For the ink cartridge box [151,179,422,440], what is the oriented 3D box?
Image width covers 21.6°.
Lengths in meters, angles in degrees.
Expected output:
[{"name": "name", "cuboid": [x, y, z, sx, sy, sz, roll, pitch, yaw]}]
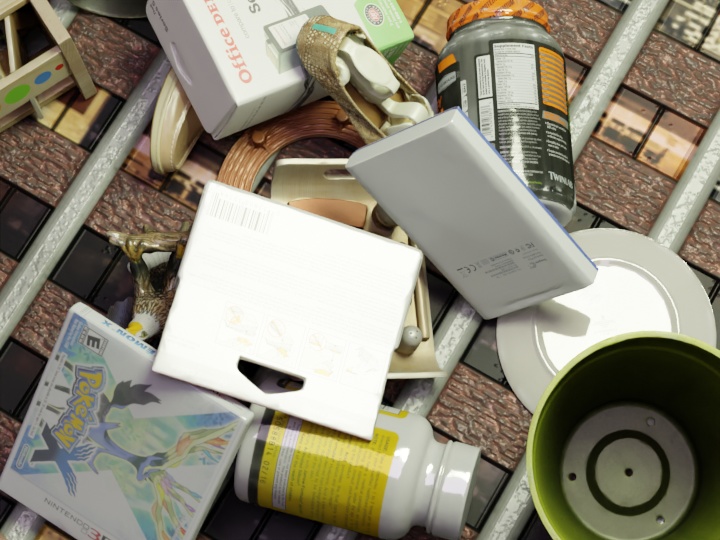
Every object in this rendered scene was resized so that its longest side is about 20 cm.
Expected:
[{"name": "ink cartridge box", "cuboid": [-0.063, 0.037, 1.610, 0.198, 0.045, 0.178, 18, 72, -7]}]

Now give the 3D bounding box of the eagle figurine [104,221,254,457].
[{"name": "eagle figurine", "cuboid": [-0.180, 0.063, 1.683, 0.151, 0.150, 0.202, 9, 104, 47]}]

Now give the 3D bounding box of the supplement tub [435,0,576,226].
[{"name": "supplement tub", "cuboid": [0.130, -0.137, 1.715, 0.121, 0.123, 0.202, -3, 71, 2]}]

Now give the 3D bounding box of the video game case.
[{"name": "video game case", "cuboid": [-0.205, 0.155, 1.620, 0.181, 0.022, 0.201, 31, 116, 9]}]

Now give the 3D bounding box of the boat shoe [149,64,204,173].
[{"name": "boat shoe", "cuboid": [-0.140, -0.178, 1.772, 0.064, 0.071, 0.202, 18, 72, 10]}]

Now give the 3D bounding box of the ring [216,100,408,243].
[{"name": "ring", "cuboid": [-0.039, -0.066, 1.756, 0.198, 0.019, 0.203, -1, 71, 3]}]

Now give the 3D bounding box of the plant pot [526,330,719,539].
[{"name": "plant pot", "cuboid": [0.230, 0.161, 1.562, 0.198, 0.193, 0.203, 0, 81, 2]}]

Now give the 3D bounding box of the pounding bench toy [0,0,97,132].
[{"name": "pounding bench toy", "cuboid": [-0.372, -0.226, 1.774, 0.155, 0.124, 0.201, -32, 72, -7]}]

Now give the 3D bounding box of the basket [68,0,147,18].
[{"name": "basket", "cuboid": [-0.205, -0.369, 1.804, 0.135, 0.180, 0.202, 25, 61, -31]}]

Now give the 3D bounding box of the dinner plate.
[{"name": "dinner plate", "cuboid": [0.221, 0.054, 1.698, 0.198, 0.024, 0.202, -1, 70, 3]}]

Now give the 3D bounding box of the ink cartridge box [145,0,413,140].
[{"name": "ink cartridge box", "cuboid": [-0.075, -0.228, 1.734, 0.199, 0.084, 0.147, -25, 82, -27]}]

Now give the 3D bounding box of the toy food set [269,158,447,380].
[{"name": "toy food set", "cuboid": [0.000, 0.000, 1.681, 0.142, 0.060, 0.202, -1, 75, -17]}]

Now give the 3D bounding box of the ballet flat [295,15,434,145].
[{"name": "ballet flat", "cuboid": [0.021, -0.151, 1.688, 0.065, 0.200, 0.071, 9, 64, 53]}]

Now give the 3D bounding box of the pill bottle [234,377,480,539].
[{"name": "pill bottle", "cuboid": [-0.001, 0.168, 1.626, 0.198, 0.111, 0.112, 14, 73, 9]}]

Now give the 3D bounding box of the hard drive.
[{"name": "hard drive", "cuboid": [0.096, -0.046, 1.634, 0.200, 0.131, 0.025, 47, 48, -23]}]

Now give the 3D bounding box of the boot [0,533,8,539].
[{"name": "boot", "cuboid": [-0.307, 0.329, 1.615, 0.199, 0.074, 0.155, 33, 75, 26]}]
